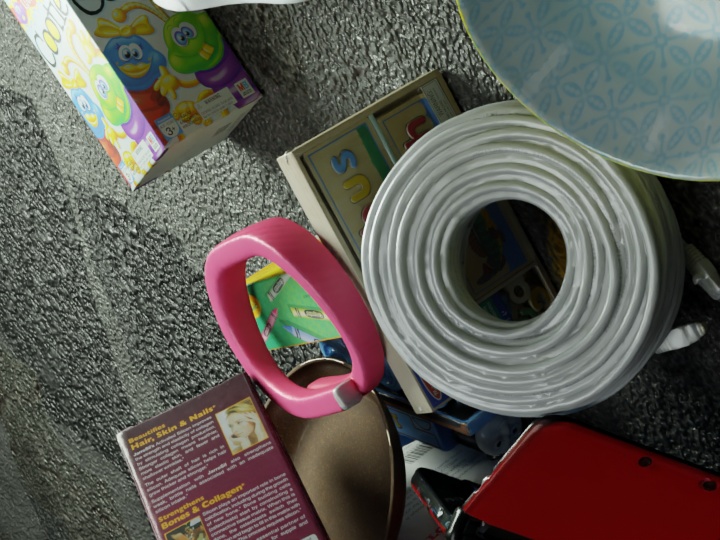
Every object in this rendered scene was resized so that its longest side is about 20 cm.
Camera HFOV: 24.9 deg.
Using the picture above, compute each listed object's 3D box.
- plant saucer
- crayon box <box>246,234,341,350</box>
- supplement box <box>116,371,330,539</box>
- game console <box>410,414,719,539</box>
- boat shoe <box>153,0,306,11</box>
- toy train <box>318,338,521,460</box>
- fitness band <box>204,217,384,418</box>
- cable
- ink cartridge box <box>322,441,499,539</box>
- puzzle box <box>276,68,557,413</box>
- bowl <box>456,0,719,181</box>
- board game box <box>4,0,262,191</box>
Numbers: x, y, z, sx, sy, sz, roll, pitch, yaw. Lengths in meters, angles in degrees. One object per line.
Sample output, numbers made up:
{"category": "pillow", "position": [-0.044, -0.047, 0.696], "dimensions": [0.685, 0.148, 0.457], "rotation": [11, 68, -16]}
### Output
{"category": "plant saucer", "position": [-0.022, 0.167, 1.240], "dimensions": [0.200, 0.037, 0.201], "rotation": [-19, 67, 52]}
{"category": "crayon box", "position": [0.000, 0.000, 1.210], "dimensions": [0.200, 0.119, 0.058], "rotation": [-14, 107, 60]}
{"category": "supplement box", "position": [-0.088, 0.186, 1.183], "dimensions": [0.200, 0.110, 0.086], "rotation": [60, 174, 43]}
{"category": "game console", "position": [0.159, 0.152, 1.105], "dimensions": [0.200, 0.119, 0.172], "rotation": [22, -172, -17]}
{"category": "boat shoe", "position": [-0.094, -0.230, 1.174], "dimensions": [0.199, 0.074, 0.068], "rotation": [14, 134, 51]}
{"category": "toy train", "position": [0.050, 0.084, 1.257], "dimensions": [0.200, 0.087, 0.114], "rotation": [15, 137, 52]}
{"category": "fitness band", "position": [-0.052, 0.035, 1.152], "dimensions": [0.144, 0.037, 0.200], "rotation": [59, 156, -4]}
{"category": "cable", "position": [0.098, -0.005, 1.012], "dimensions": [0.200, 0.069, 0.200], "rotation": [-34, 84, 21]}
{"category": "ink cartridge box", "position": [0.061, 0.200, 1.285], "dimensions": [0.200, 0.146, 0.084], "rotation": [6, 126, 55]}
{"category": "puzzle box", "position": [0.045, -0.021, 1.106], "dimensions": [0.200, 0.133, 0.025], "rotation": [61, 154, -7]}
{"category": "bowl", "position": [0.157, -0.152, 0.810], "dimensions": [0.200, 0.108, 0.200], "rotation": [25, 150, 15]}
{"category": "board game box", "position": [-0.190, -0.186, 1.336], "dimensions": [0.200, 0.103, 0.105], "rotation": [56, 151, 2]}
